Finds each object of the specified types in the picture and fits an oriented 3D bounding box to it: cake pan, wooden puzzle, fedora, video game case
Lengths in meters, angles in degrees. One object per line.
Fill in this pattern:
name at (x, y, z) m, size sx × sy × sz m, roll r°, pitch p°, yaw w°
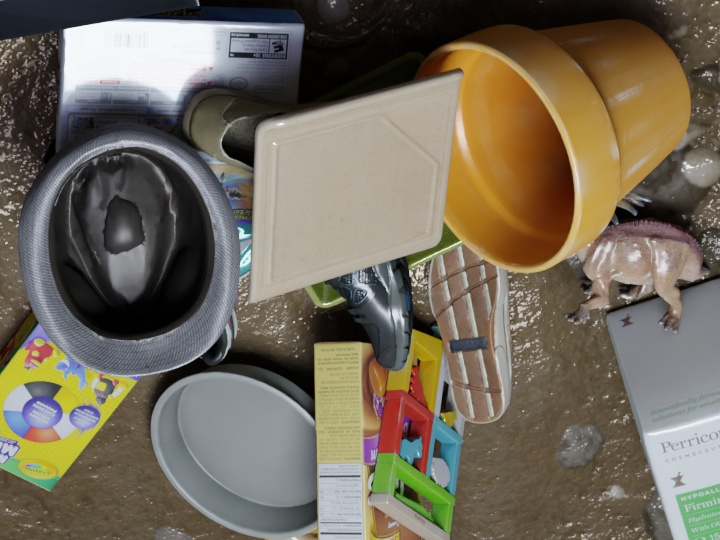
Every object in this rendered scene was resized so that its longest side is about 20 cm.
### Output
cake pan at (-0.106, 0.171, 1.777) m, size 0.199 × 0.037 × 0.201 m, roll 12°, pitch 127°, yaw 17°
wooden puzzle at (-0.009, -0.072, 1.502) m, size 0.184 × 0.037 × 0.201 m, roll -17°, pitch 139°, yaw -25°
fedora at (-0.190, -0.020, 1.500) m, size 0.176 × 0.090 × 0.201 m, roll -15°, pitch 99°, yaw -10°
video game case at (-0.154, -0.129, 1.540) m, size 0.199 × 0.045 × 0.182 m, roll 0°, pitch 115°, yaw -14°

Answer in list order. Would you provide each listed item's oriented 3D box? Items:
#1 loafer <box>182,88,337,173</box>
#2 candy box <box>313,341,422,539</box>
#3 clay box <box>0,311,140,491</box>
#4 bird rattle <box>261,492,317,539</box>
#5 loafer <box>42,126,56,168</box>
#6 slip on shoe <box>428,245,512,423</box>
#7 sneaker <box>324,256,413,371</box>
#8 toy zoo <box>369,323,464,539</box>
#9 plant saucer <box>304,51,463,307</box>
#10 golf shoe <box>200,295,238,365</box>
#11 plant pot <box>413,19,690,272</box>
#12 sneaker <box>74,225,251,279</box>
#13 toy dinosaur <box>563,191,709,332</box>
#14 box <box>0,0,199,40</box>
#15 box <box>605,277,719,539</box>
loafer at (-0.047, -0.100, 1.517) m, size 0.199 × 0.067 × 0.076 m, roll 4°, pitch 115°, yaw -20°
candy box at (0.009, 0.168, 1.720) m, size 0.056 × 0.116 × 0.201 m, roll -3°, pitch 85°, yaw 29°
clay box at (-0.306, 0.129, 1.763) m, size 0.115 × 0.048 × 0.200 m, roll 29°, pitch 116°, yaw -22°
bird rattle at (-0.020, 0.233, 1.838) m, size 0.162 × 0.113 × 0.201 m, roll 11°, pitch 120°, yaw 6°
loafer at (-0.250, -0.107, 1.589) m, size 0.063 × 0.072 × 0.201 m, roll -1°, pitch 121°, yaw -42°
slip on shoe at (0.112, 0.043, 1.747) m, size 0.076 × 0.061 × 0.201 m, roll -4°, pitch 108°, yaw 20°
sneaker at (0.000, 0.000, 1.645) m, size 0.081 × 0.073 × 0.201 m, roll -9°, pitch 115°, yaw 7°
toy zoo at (0.061, 0.143, 1.739) m, size 0.020 × 0.201 × 0.131 m, roll -4°, pitch 155°, yaw 29°
plant saucer at (0.004, -0.087, 1.651) m, size 0.199 × 0.048 × 0.200 m, roll -25°, pitch 123°, yaw 10°
golf shoe at (-0.173, -0.002, 1.664) m, size 0.072 × 0.092 × 0.200 m, roll -30°, pitch 120°, yaw 15°
plant pot at (0.172, -0.125, 1.549) m, size 0.183 × 0.200 × 0.201 m, roll -27°, pitch 132°, yaw -33°
sneaker at (-0.167, -0.008, 1.593) m, size 0.199 × 0.080 × 0.078 m, roll -16°, pitch 94°, yaw -16°
toy dinosaur at (0.256, -0.023, 1.704) m, size 0.199 × 0.086 × 0.136 m, roll 7°, pitch 116°, yaw -17°
box at (-0.236, -0.267, 1.442) m, size 0.199 × 0.142 × 0.079 m, roll -9°, pitch 165°, yaw 1°
box at (0.359, 0.127, 1.741) m, size 0.198 × 0.200 × 0.172 m, roll -18°, pitch 122°, yaw 7°
